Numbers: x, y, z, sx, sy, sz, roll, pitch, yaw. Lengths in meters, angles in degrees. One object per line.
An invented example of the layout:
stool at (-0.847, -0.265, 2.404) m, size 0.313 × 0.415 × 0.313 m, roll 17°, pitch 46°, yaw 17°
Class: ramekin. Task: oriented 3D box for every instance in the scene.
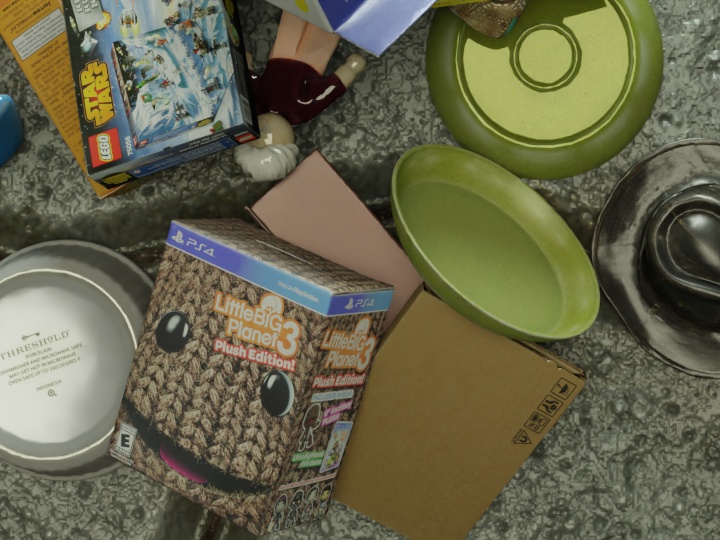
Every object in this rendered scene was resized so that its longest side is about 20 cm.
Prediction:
ramekin at (-0.250, 0.076, 1.638) m, size 0.201 × 0.094 × 0.204 m, roll 0°, pitch 90°, yaw 3°

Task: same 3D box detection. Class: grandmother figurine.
grandmother figurine at (-0.056, -0.163, 1.615) m, size 0.121 × 0.060 × 0.201 m, roll 1°, pitch 66°, yaw 39°

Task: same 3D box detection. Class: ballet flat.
ballet flat at (0.061, -0.255, 1.626) m, size 0.070 × 0.066 × 0.200 m, roll -26°, pitch 55°, yaw -23°

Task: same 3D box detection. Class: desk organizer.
desk organizer at (0.000, 0.000, 1.636) m, size 0.077 × 0.072 × 0.200 m, roll -41°, pitch 88°, yaw 0°

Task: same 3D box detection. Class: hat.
hat at (0.288, -0.010, 1.614) m, size 0.199 × 0.081 × 0.202 m, roll 0°, pitch 90°, yaw 2°

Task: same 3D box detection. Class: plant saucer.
plant saucer at (0.101, -0.016, 1.577) m, size 0.200 × 0.200 × 0.031 m, roll 42°, pitch 122°, yaw 2°
plant saucer at (0.153, -0.176, 1.647) m, size 0.198 × 0.031 × 0.202 m, roll 0°, pitch 90°, yaw 3°

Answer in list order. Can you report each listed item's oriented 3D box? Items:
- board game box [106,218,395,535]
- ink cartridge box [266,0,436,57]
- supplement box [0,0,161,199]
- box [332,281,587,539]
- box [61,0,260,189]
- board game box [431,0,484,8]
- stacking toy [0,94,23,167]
board game box at (-0.087, 0.080, 1.558) m, size 0.159 × 0.097 × 0.201 m, roll 23°, pitch 103°, yaw 28°
ink cartridge box at (-0.001, -0.272, 1.507) m, size 0.199 × 0.047 × 0.198 m, roll 29°, pitch 64°, yaw 33°
supplement box at (-0.233, -0.159, 1.647) m, size 0.069 × 0.067 × 0.201 m, roll -33°, pitch 87°, yaw 14°
box at (0.060, 0.123, 1.599) m, size 0.163 × 0.021 × 0.200 m, roll 29°, pitch 112°, yaw -18°
box at (-0.161, -0.178, 1.563) m, size 0.136 × 0.040 × 0.201 m, roll -16°, pitch 70°, yaw 16°
board game box at (0.111, -0.292, 1.577) m, size 0.199 × 0.057 × 0.166 m, roll -9°, pitch 50°, yaw -7°
stacking toy at (-0.377, -0.164, 1.651) m, size 0.116 × 0.110 × 0.200 m, roll -33°, pitch 77°, yaw -12°
